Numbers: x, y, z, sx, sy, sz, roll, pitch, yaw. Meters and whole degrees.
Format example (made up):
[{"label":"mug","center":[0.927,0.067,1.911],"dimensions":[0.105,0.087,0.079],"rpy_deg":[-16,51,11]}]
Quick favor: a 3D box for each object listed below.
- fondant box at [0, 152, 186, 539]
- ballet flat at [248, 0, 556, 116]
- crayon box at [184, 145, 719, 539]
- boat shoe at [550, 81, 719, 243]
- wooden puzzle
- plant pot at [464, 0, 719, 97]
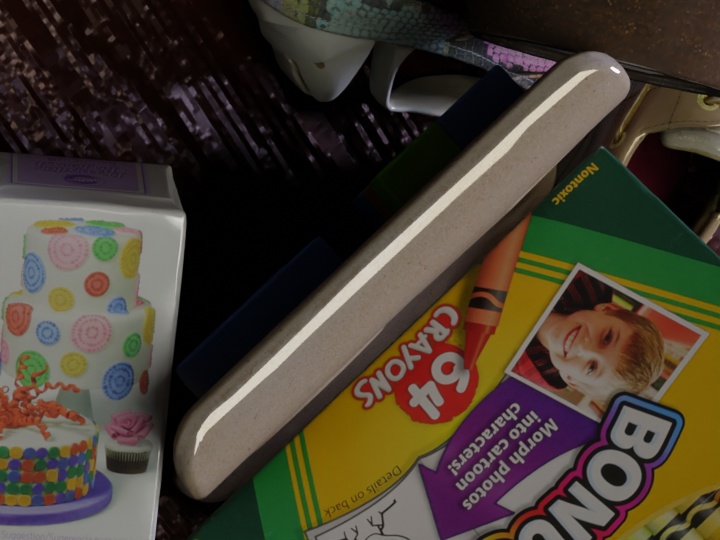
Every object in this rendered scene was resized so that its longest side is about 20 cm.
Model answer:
[{"label":"fondant box","center":[-0.136,0.063,0.936],"dimensions":[0.143,0.058,0.201],"rpy_deg":[5,107,-8]},{"label":"ballet flat","center":[0.015,-0.088,1.020],"dimensions":[0.199,0.069,0.071],"rpy_deg":[13,119,-37]},{"label":"crayon box","center":[0.070,0.089,0.979],"dimensions":[0.200,0.173,0.058],"rpy_deg":[-43,153,-3]},{"label":"boat shoe","center":[0.122,-0.048,1.100],"dimensions":[0.074,0.066,0.201],"rpy_deg":[33,86,-37]},{"label":"wooden puzzle","center":[0.000,0.000,0.979],"dimensions":[0.185,0.200,0.046],"rpy_deg":[-44,86,-6]},{"label":"plant pot","center":[0.101,-0.163,0.953],"dimensions":[0.186,0.187,0.201],"rpy_deg":[12,93,-37]}]
